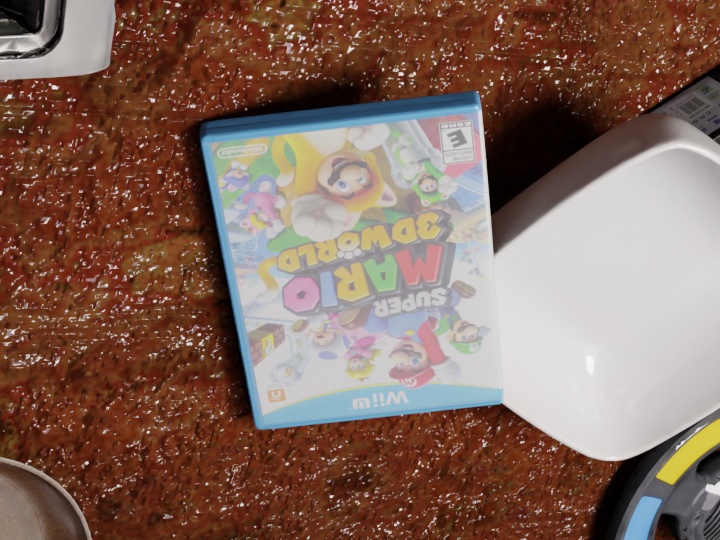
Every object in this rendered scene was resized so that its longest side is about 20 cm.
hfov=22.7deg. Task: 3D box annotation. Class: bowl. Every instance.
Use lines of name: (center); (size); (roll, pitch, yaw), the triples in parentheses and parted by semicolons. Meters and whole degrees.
bowl: (0.155, 0.003, 1.038); (0.200, 0.075, 0.200); (-38, 128, 22)

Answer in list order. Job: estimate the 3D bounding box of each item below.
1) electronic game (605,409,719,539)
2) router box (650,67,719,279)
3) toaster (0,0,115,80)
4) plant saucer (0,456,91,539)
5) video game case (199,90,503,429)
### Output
electronic game: (0.257, 0.168, 1.286); (0.200, 0.042, 0.200); (-19, 128, -25)
router box: (0.272, -0.072, 1.126); (0.200, 0.052, 0.157); (-33, 133, -13)
toaster: (-0.180, -0.175, 0.687); (0.200, 0.119, 0.181); (-7, 122, -32)
plant saucer: (-0.239, 0.173, 0.942); (0.200, 0.032, 0.200); (-19, 129, -25)
video game case: (0.000, 0.000, 0.959); (0.143, 0.018, 0.200); (-7, 127, 1)
